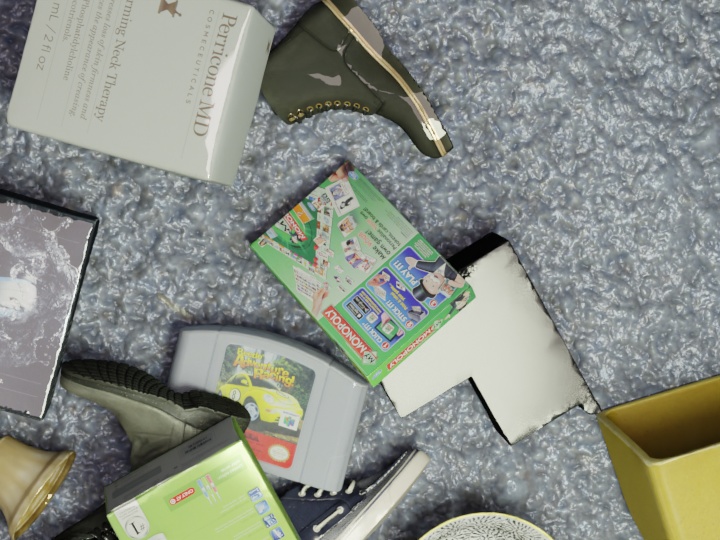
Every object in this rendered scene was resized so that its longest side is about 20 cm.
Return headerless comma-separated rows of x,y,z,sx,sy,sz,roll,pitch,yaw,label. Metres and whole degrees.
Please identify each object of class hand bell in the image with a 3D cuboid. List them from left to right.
-0.390,0.164,1.727,0.199,0.104,0.105,35,90,3,hand bell

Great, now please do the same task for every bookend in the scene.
0.106,0.099,1.768,0.198,0.092,0.201,-31,99,-2,bookend

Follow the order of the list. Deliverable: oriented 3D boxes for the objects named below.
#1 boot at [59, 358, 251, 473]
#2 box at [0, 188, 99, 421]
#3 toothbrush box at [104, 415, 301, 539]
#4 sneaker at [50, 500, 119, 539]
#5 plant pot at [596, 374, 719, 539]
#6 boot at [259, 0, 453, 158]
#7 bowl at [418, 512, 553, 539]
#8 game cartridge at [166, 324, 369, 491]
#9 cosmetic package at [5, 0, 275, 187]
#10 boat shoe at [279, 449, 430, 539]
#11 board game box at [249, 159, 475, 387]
-0.212,0.172,1.701,0.198,0.068,0.132,19,102,-12,boot
-0.372,0.019,1.692,0.195,0.117,0.202,15,91,-8,box
-0.134,0.266,1.665,0.145,0.086,0.201,-29,104,-3,toothbrush box
-0.257,0.274,1.734,0.199,0.099,0.071,-31,95,-5,sneaker
0.374,0.233,1.769,0.193,0.194,0.202,-16,102,-5,plant pot
-0.013,-0.164,1.750,0.138,0.077,0.201,-38,85,2,boot
0.117,0.337,1.786,0.198,0.094,0.203,-1,94,-7,bowl
-0.097,0.130,1.745,0.198,0.041,0.135,16,98,7,game cartridge
-0.202,-0.186,1.655,0.198,0.166,0.169,15,92,4,cosmetic package
-0.024,0.236,1.776,0.093,0.075,0.200,42,77,9,boat shoe
0.000,0.000,1.719,0.134,0.029,0.200,-40,61,-4,board game box
